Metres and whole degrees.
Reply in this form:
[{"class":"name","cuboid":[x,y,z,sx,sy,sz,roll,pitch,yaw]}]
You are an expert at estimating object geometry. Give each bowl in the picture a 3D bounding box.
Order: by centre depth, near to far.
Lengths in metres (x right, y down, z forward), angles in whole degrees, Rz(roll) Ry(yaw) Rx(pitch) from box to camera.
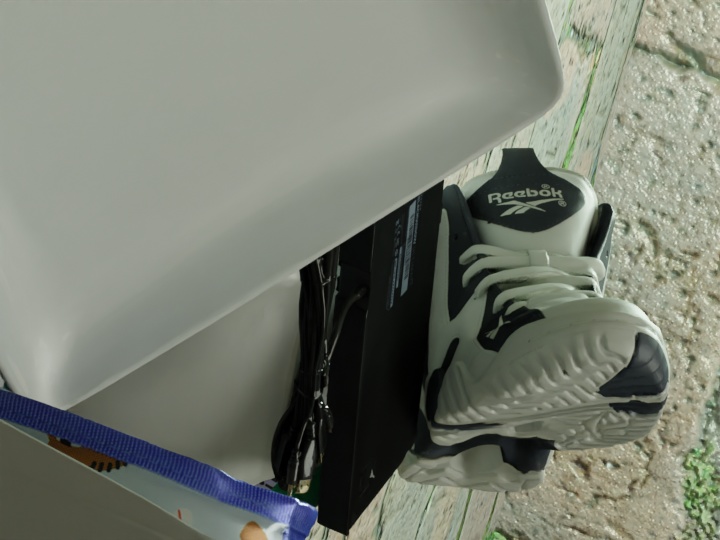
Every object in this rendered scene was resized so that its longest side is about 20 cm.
[{"class":"bowl","cuboid":[-0.028,-0.015,0.965,0.200,0.074,0.200,-57,167,-38]}]

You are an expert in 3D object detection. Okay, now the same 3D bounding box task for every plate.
[{"class":"plate","cuboid":[-0.043,-0.063,0.740,0.200,0.032,0.200,-32,146,-6]}]

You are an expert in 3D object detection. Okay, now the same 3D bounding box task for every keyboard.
[{"class":"keyboard","cuboid":[0.000,0.000,0.882,0.127,0.021,0.201,-47,146,-58]}]

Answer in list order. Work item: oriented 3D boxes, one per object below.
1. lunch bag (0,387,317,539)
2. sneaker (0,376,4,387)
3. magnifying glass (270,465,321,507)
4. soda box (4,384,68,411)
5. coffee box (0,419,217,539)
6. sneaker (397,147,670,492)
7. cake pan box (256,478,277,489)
[{"class":"lunch bag","cuboid":[-0.128,0.113,0.723,0.124,0.199,0.171,56,51,-76]},{"class":"sneaker","cuboid":[-0.138,0.031,0.871,0.115,0.075,0.200,-59,160,-44]},{"class":"magnifying glass","cuboid":[-0.020,0.084,1.005,0.080,0.022,0.200,-46,179,27]},{"class":"soda box","cuboid":[-0.110,0.044,1.064,0.068,0.064,0.200,87,24,-61]},{"class":"coffee box","cuboid":[-0.161,0.136,0.507,0.200,0.200,0.198,-42,149,-46]},{"class":"sneaker","cuboid":[0.064,0.005,0.988,0.199,0.079,0.130,116,-22,-73]},{"class":"cake pan box","cuboid":[-0.082,0.101,1.124,0.184,0.052,0.200,-33,-150,56]}]
